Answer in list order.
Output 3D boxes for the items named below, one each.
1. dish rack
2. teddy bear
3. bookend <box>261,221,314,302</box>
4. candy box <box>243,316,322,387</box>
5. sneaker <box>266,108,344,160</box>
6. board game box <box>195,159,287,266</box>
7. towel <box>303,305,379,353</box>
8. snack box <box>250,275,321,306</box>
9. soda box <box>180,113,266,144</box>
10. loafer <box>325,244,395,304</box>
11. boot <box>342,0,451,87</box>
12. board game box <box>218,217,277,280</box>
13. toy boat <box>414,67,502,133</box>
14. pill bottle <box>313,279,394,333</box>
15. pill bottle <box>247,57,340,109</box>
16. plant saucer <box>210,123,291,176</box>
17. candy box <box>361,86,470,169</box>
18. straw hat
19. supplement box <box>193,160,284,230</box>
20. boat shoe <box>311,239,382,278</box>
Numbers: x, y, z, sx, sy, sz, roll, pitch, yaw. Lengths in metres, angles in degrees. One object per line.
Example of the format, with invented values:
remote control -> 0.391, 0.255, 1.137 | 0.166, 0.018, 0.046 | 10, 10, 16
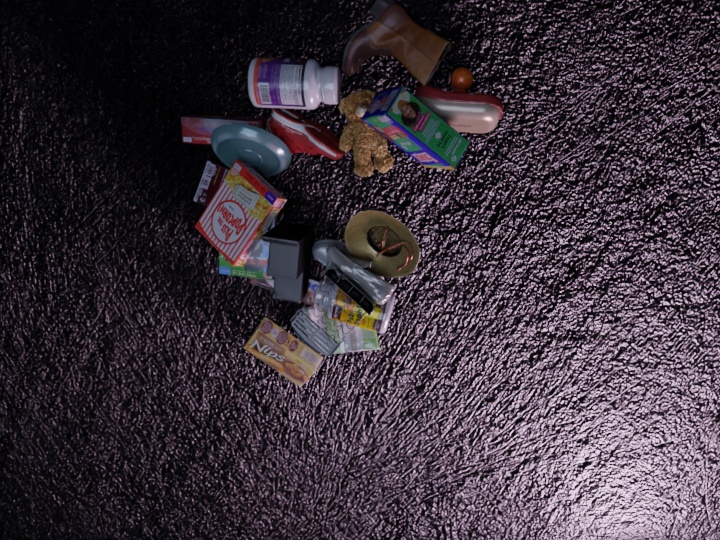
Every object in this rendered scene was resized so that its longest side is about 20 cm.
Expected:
dish rack -> -0.075, 0.109, 1.549 | 0.153, 0.055, 0.200 | 41, 98, 3
teddy bear -> 0.016, -0.319, 1.475 | 0.143, 0.067, 0.203 | 4, 111, 2
bookend -> -0.185, -0.003, 1.563 | 0.091, 0.199, 0.203 | 8, 105, 5
candy box -> -0.216, 0.229, 1.746 | 0.199, 0.056, 0.116 | 36, 135, -5
sneaker -> -0.141, -0.304, 1.524 | 0.199, 0.078, 0.116 | 35, 127, 3
board game box -> -0.288, -0.136, 1.496 | 0.151, 0.046, 0.201 | 41, 106, 19
towel -> -0.055, 0.162, 1.719 | 0.197, 0.031, 0.151 | -5, 113, 12
snack box -> -0.196, 0.032, 1.692 | 0.198, 0.024, 0.073 | 20, 112, 2
soda box -> -0.333, -0.343, 1.532 | 0.197, 0.070, 0.064 | 6, 111, 9
loafer -> 0.000, 0.000, 1.557 | 0.200, 0.070, 0.070 | 41, 92, 3
boot -> 0.075, -0.469, 1.381 | 0.200, 0.068, 0.189 | 41, 103, 12
board game box -> -0.294, -0.084, 1.641 | 0.149, 0.037, 0.203 | 7, 104, 8
toy boat -> 0.219, -0.388, 1.398 | 0.197, 0.131, 0.133 | 7, 84, 7
pill bottle -> -0.016, 0.086, 1.623 | 0.197, 0.109, 0.110 | 15, 115, 5
pill bottle -> -0.149, -0.429, 1.439 | 0.197, 0.112, 0.113 | 5, 114, 8
plant saucer -> -0.265, -0.279, 1.501 | 0.197, 0.028, 0.201 | 9, 157, 4
candy box -> 0.119, -0.308, 1.380 | 0.199, 0.169, 0.078 | 32, 89, -19
straw hat -> 0.067, -0.081, 1.557 | 0.199, 0.085, 0.203 | 15, 129, 19
supplement box -> -0.305, -0.187, 1.571 | 0.198, 0.061, 0.110 | 21, 94, 7
boat shoe -> -0.034, -0.017, 1.619 | 0.200, 0.065, 0.075 | 27, 115, -2
